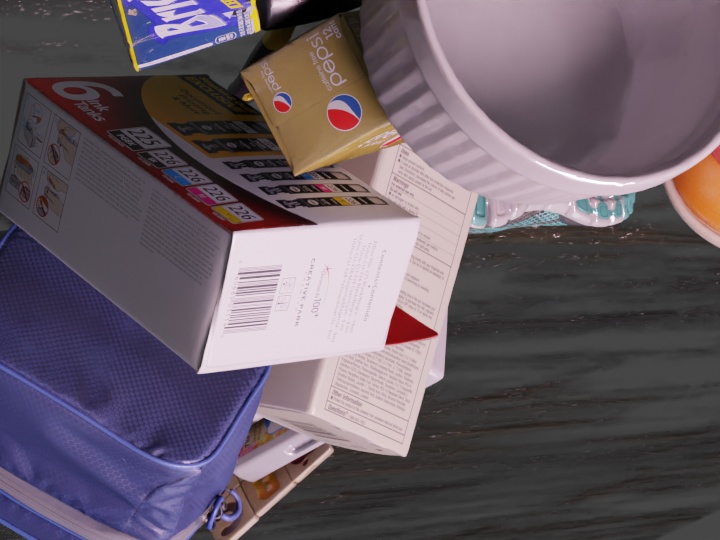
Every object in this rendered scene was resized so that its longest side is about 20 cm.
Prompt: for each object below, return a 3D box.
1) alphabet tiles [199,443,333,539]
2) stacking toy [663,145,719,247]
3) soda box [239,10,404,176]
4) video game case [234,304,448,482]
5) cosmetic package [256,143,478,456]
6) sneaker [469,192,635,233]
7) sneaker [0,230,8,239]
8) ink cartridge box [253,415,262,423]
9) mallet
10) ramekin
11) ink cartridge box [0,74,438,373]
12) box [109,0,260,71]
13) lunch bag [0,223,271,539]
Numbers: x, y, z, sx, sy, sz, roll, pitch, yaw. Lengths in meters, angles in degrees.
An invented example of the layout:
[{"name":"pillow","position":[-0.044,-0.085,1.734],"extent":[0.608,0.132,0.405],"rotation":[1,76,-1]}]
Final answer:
[{"name":"alphabet tiles","position":[-0.087,0.092,1.894],"extent":[0.166,0.200,0.006],"rotation":[-42,129,9]},{"name":"stacking toy","position":[0.281,-0.114,1.876],"extent":[0.145,0.147,0.200],"rotation":[-15,148,-13]},{"name":"soda box","position":[0.007,-0.103,1.551],"extent":[0.068,0.064,0.200],"rotation":[-29,178,19]},{"name":"video game case","position":[-0.010,0.019,1.834],"extent":[0.024,0.201,0.182],"rotation":[31,136,-31]},{"name":"cosmetic package","position":[0.000,0.000,1.701],"extent":[0.073,0.201,0.103],"rotation":[7,166,39]},{"name":"sneaker","position":[0.103,-0.060,1.937],"extent":[0.199,0.078,0.091],"rotation":[0,172,-42]},{"name":"sneaker","position":[-0.238,0.001,1.740],"extent":[0.099,0.071,0.200],"rotation":[-38,153,12]},{"name":"ink cartridge box","position":[-0.113,0.031,1.820],"extent":[0.084,0.147,0.200],"rotation":[2,154,-39]},{"name":"mallet","position":[-0.054,-0.127,1.556],"extent":[0.066,0.041,0.200],"rotation":[-15,168,-25]},{"name":"ramekin","position":[0.093,-0.128,1.435],"extent":[0.199,0.201,0.105],"rotation":[-11,173,-27]},{"name":"ink cartridge box","position":[-0.069,-0.032,1.550],"extent":[0.175,0.200,0.084],"rotation":[-5,120,-42]},{"name":"box","position":[-0.092,-0.163,1.325],"extent":[0.070,0.065,0.200],"rotation":[-18,164,-4]},{"name":"lunch bag","position":[-0.152,0.084,1.626],"extent":[0.136,0.200,0.133],"rotation":[-54,174,-49]}]
